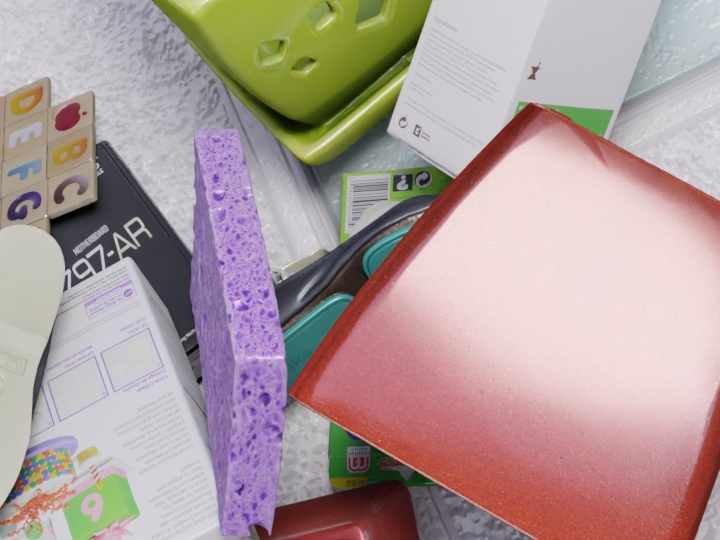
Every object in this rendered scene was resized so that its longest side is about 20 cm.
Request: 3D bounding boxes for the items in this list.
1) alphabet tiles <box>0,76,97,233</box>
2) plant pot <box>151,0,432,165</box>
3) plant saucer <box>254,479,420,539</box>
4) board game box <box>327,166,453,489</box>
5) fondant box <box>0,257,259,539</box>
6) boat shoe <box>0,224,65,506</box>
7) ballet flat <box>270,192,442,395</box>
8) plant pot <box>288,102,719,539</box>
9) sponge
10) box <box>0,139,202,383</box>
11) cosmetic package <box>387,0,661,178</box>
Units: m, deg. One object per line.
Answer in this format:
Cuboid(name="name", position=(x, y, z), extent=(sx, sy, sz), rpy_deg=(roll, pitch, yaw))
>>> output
Cuboid(name="alphabet tiles", position=(-0.256, -0.045, 1.147), extent=(0.198, 0.006, 0.168), rpy_deg=(-21, 45, 13))
Cuboid(name="plant pot", position=(-0.034, -0.197, 1.084), extent=(0.200, 0.182, 0.199), rpy_deg=(-40, 47, -5))
Cuboid(name="plant saucer", position=(-0.052, 0.229, 0.956), extent=(0.197, 0.037, 0.202), rpy_deg=(-15, 77, 13))
Cuboid(name="board game box", position=(0.032, 0.033, 1.064), extent=(0.094, 0.030, 0.202), rpy_deg=(-4, 63, 14))
Cuboid(name="fondant box", position=(-0.152, 0.107, 0.988), extent=(0.143, 0.058, 0.201), rpy_deg=(-28, 48, 1))
Cuboid(name="boat shoe", position=(-0.211, 0.071, 0.964), extent=(0.071, 0.063, 0.202), rpy_deg=(25, 59, -18))
Cuboid(name="ballet flat", position=(0.000, 0.000, 1.038), extent=(0.199, 0.073, 0.073), rpy_deg=(-34, 62, 7))
Cuboid(name="plant pot", position=(0.107, 0.028, 0.903), extent=(0.199, 0.200, 0.178), rpy_deg=(28, 94, 10))
Cuboid(name="sponge", position=(-0.066, 0.027, 0.933), extent=(0.029, 0.113, 0.201), rpy_deg=(-1, 37, -10))
Cuboid(name="box", position=(-0.189, 0.039, 1.108), extent=(0.199, 0.044, 0.161), rpy_deg=(-37, 63, -4))
Cuboid(name="cosmetic package", position=(0.103, -0.150, 1.005), extent=(0.085, 0.107, 0.202), rpy_deg=(36, 116, 38))
